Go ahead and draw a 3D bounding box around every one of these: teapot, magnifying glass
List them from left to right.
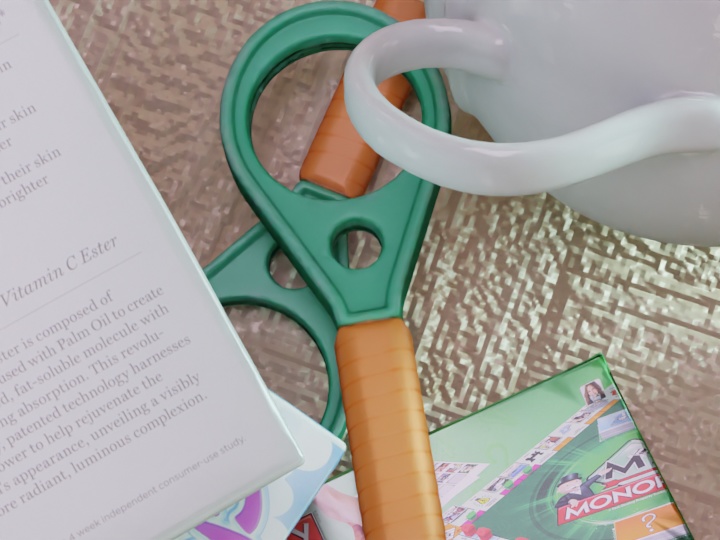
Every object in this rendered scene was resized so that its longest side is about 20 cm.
[{"bbox_3d":[-0.020,-0.009,0.821,0.079,0.022,0.201,22,73,8],"label":"magnifying glass"},{"bbox_3d":[0.000,0.000,0.785,0.079,0.022,0.201,-9,70,-1],"label":"magnifying glass"},{"bbox_3d":[0.081,-0.103,0.766,0.145,0.200,0.198,9,83,12],"label":"teapot"}]

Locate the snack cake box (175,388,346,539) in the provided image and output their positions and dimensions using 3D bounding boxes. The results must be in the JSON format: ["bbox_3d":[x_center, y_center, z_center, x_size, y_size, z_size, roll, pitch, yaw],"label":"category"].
[{"bbox_3d":[-0.090,0.124,0.700,0.067,0.115,0.200,33,77,3],"label":"snack cake box"}]

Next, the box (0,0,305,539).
[{"bbox_3d":[-0.120,-0.003,0.608,0.124,0.097,0.201,-29,88,-11],"label":"box"}]

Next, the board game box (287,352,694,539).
[{"bbox_3d":[0.021,0.130,0.773,0.199,0.029,0.135,-24,72,-6],"label":"board game box"}]
